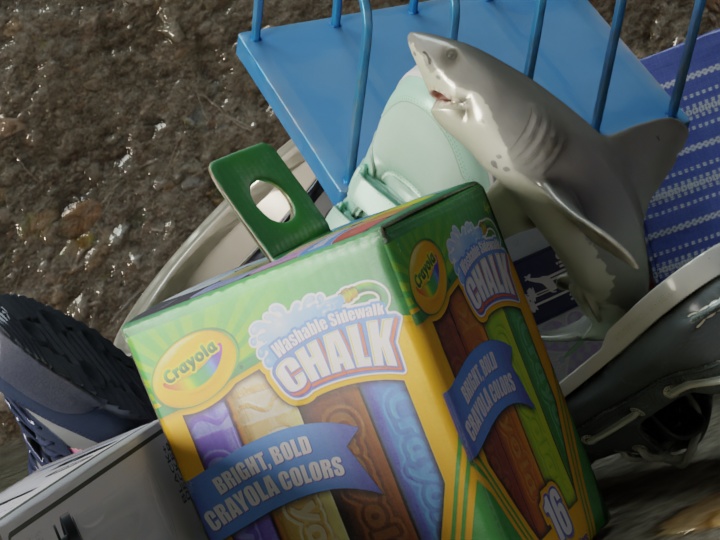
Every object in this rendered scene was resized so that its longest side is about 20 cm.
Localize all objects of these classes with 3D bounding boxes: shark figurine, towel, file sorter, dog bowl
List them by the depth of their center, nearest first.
[{"bbox_3d":[0.108,-0.024,0.943,0.090,0.215,0.128,-46,52,-13],"label":"shark figurine"},{"bbox_3d":[0.057,-0.136,1.104,0.199,0.123,0.139,-12,44,-21],"label":"file sorter"},{"bbox_3d":[0.220,-0.049,1.204,0.144,0.201,0.024,-21,-27,18],"label":"towel"},{"bbox_3d":[-0.050,0.002,1.258,0.200,0.074,0.200,-44,13,12],"label":"dog bowl"}]

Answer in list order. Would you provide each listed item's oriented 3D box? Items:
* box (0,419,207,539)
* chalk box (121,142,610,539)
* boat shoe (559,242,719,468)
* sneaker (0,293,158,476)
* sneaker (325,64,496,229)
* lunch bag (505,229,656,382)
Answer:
[{"bbox_3d":[-0.104,0.133,0.799,0.060,0.117,0.200,-21,4,12],"label":"box"},{"bbox_3d":[-0.001,0.041,0.877,0.124,0.201,0.125,-19,5,24],"label":"chalk box"},{"bbox_3d":[0.122,0.061,0.952,0.073,0.062,0.200,-28,-15,-36],"label":"boat shoe"},{"bbox_3d":[-0.120,0.076,0.945,0.082,0.070,0.200,-43,-34,5],"label":"sneaker"},{"bbox_3d":[0.000,0.000,1.010,0.118,0.074,0.201,-29,-34,-38],"label":"sneaker"},{"bbox_3d":[0.089,0.008,1.190,0.127,0.170,0.200,-18,1,28],"label":"lunch bag"}]
